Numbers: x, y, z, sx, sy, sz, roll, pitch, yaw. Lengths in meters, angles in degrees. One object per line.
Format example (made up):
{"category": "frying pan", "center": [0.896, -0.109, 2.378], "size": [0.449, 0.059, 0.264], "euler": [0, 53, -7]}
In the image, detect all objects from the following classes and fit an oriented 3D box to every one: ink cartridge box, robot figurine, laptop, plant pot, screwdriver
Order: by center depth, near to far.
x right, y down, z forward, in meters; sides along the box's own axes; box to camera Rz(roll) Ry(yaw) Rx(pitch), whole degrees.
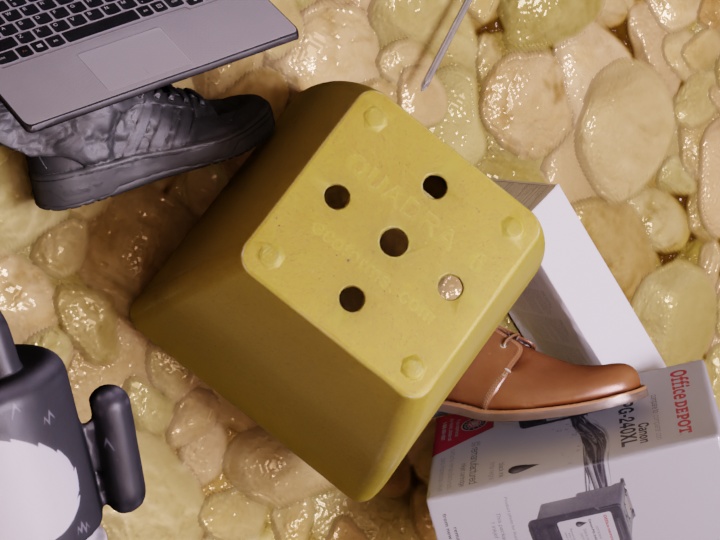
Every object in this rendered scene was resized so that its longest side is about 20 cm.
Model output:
{"category": "robot figurine", "center": [-0.218, 0.120, 1.131], "size": [0.125, 0.149, 0.201], "euler": [-40, 121, -62]}
{"category": "laptop", "center": [-0.162, -0.207, 1.136], "size": [0.186, 0.200, 0.116], "euler": [-23, 142, -28]}
{"category": "plant pot", "center": [0.000, 0.000, 1.186], "size": [0.200, 0.176, 0.200], "euler": [38, 75, -3]}
{"category": "ink cartridge box", "center": [0.153, 0.140, 1.308], "size": [0.199, 0.145, 0.084], "euler": [-14, 106, 9]}
{"category": "screwdriver", "center": [0.083, -0.212, 1.343], "size": [0.029, 0.028, 0.201], "euler": [32, 78, 0]}

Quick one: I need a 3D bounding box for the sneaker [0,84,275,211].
{"category": "sneaker", "center": [-0.149, -0.105, 1.185], "size": [0.199, 0.060, 0.105], "euler": [-21, 111, -24]}

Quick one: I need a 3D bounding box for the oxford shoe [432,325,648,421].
{"category": "oxford shoe", "center": [0.094, 0.065, 1.300], "size": [0.071, 0.198, 0.072], "euler": [-6, 96, -73]}

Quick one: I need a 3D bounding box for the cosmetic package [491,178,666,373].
{"category": "cosmetic package", "center": [0.149, 0.026, 1.383], "size": [0.051, 0.082, 0.201], "euler": [-43, 117, -20]}
